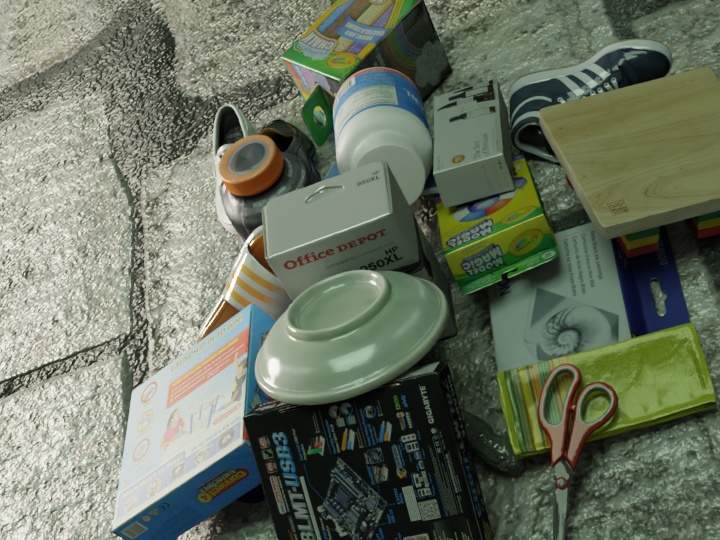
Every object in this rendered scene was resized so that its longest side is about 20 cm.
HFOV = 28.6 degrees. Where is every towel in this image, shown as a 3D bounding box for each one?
[{"bbox_3d":[0.232,0.114,1.346,0.198,0.018,0.087,-16,72,8],"label":"towel"}]

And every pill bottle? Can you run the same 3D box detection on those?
[{"bbox_3d":[0.026,-0.146,1.608,0.111,0.113,0.201,-22,29,9],"label":"pill bottle"},{"bbox_3d":[-0.087,-0.060,1.591,0.105,0.201,0.107,-15,45,16],"label":"pill bottle"}]

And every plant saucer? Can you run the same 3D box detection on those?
[{"bbox_3d":[-0.015,0.049,1.347,0.198,0.051,0.201,-18,27,9],"label":"plant saucer"}]

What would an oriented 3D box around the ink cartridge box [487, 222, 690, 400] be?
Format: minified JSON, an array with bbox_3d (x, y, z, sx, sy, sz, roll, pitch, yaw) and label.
[{"bbox_3d":[0.230,0.038,1.445,0.198,0.041,0.201,-17,45,14],"label":"ink cartridge box"}]

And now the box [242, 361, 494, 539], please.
[{"bbox_3d":[0.010,0.204,1.317,0.196,0.202,0.050,-14,5,18],"label":"box"}]

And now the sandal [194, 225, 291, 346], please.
[{"bbox_3d":[-0.119,0.044,1.556,0.208,0.078,0.059,-58,21,27],"label":"sandal"}]

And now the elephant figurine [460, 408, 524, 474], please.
[{"bbox_3d":[0.038,0.148,1.401,0.155,0.141,0.201,-45,54,27],"label":"elephant figurine"}]

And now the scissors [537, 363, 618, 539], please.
[{"bbox_3d":[0.183,0.186,1.317,0.072,0.014,0.202,16,75,16],"label":"scissors"}]

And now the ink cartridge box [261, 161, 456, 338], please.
[{"bbox_3d":[0.000,0.000,1.489,0.143,0.201,0.085,-20,43,12],"label":"ink cartridge box"}]

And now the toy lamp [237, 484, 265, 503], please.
[{"bbox_3d":[-0.098,0.149,1.517,0.058,0.058,0.202,-3,53,26],"label":"toy lamp"}]

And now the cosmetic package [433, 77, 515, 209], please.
[{"bbox_3d":[0.125,-0.147,1.595,0.082,0.051,0.201,-17,29,12],"label":"cosmetic package"}]

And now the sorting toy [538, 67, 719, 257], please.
[{"bbox_3d":[0.312,-0.108,1.484,0.198,0.070,0.200,-14,45,-5],"label":"sorting toy"}]

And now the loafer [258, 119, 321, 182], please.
[{"bbox_3d":[-0.098,-0.151,1.757,0.072,0.073,0.200,-34,29,2],"label":"loafer"}]

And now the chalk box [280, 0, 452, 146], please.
[{"bbox_3d":[-0.006,-0.245,1.769,0.200,0.125,0.123,-46,45,-17],"label":"chalk box"}]

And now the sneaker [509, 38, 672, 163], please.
[{"bbox_3d":[0.260,-0.190,1.610,0.198,0.070,0.109,-15,41,26],"label":"sneaker"}]

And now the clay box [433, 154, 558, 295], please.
[{"bbox_3d":[0.144,-0.050,1.522,0.114,0.048,0.200,-23,23,9],"label":"clay box"}]

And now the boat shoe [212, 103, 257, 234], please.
[{"bbox_3d":[-0.158,-0.134,1.792,0.071,0.069,0.202,-15,46,16],"label":"boat shoe"}]

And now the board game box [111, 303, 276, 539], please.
[{"bbox_3d":[-0.166,0.165,1.480,0.199,0.056,0.197,-35,34,27],"label":"board game box"}]

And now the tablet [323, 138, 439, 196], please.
[{"bbox_3d":[0.036,-0.112,1.677,0.198,0.014,0.131,-11,31,28],"label":"tablet"}]
